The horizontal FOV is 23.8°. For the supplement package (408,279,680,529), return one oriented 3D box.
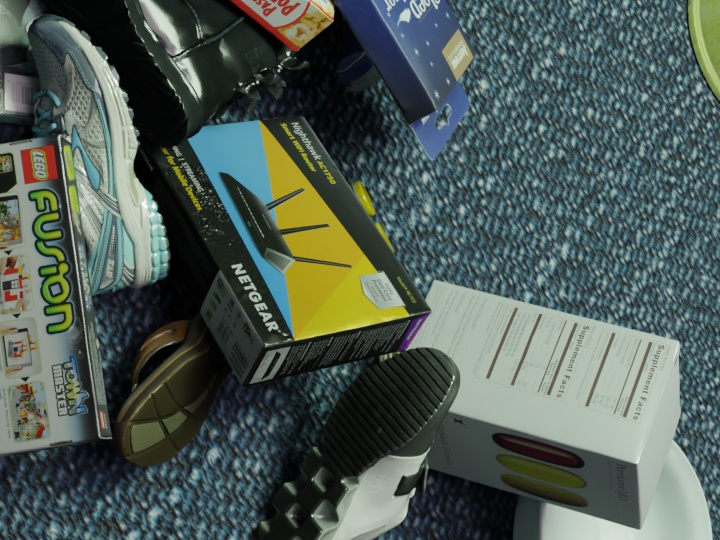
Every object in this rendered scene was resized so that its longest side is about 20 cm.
[{"bbox_3d":[0.135,0.102,1.307,0.114,0.199,0.110,73,37,-54],"label":"supplement package"}]

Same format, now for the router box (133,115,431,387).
[{"bbox_3d":[-0.062,-0.020,1.229,0.149,0.051,0.200,-11,56,-37],"label":"router box"}]

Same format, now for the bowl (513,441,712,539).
[{"bbox_3d":[0.192,0.223,1.410,0.200,0.090,0.202,9,75,-37],"label":"bowl"}]

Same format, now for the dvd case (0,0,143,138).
[{"bbox_3d":[-0.204,-0.199,1.238,0.145,0.022,0.201,3,77,-38],"label":"dvd case"}]

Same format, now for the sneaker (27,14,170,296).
[{"bbox_3d":[-0.196,-0.073,1.169,0.086,0.078,0.201,-23,105,-23],"label":"sneaker"}]

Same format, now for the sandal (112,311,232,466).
[{"bbox_3d":[-0.129,0.063,1.210,0.200,0.054,0.082,-59,157,-45],"label":"sandal"}]

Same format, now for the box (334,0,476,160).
[{"bbox_3d":[0.029,-0.192,1.284,0.201,0.032,0.121,58,30,-15],"label":"box"}]

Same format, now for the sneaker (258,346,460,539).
[{"bbox_3d":[0.014,0.141,1.258,0.088,0.200,0.074,25,21,-46],"label":"sneaker"}]

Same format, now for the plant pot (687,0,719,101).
[{"bbox_3d":[0.456,-0.255,1.670,0.200,0.184,0.202,10,73,-37],"label":"plant pot"}]

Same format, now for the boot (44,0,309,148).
[{"bbox_3d":[-0.131,-0.194,1.233,0.199,0.073,0.162,57,42,-8],"label":"boot"}]

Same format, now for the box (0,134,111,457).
[{"bbox_3d":[-0.231,0.020,1.116,0.109,0.035,0.201,-9,84,3],"label":"box"}]

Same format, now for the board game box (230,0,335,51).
[{"bbox_3d":[-0.097,-0.276,1.244,0.200,0.046,0.152,37,39,-26],"label":"board game box"}]

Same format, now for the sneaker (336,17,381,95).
[{"bbox_3d":[0.007,-0.244,1.387,0.115,0.080,0.200,41,51,-20],"label":"sneaker"}]

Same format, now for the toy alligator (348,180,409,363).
[{"bbox_3d":[0.000,0.000,1.313,0.201,0.059,0.054,67,8,22],"label":"toy alligator"}]
